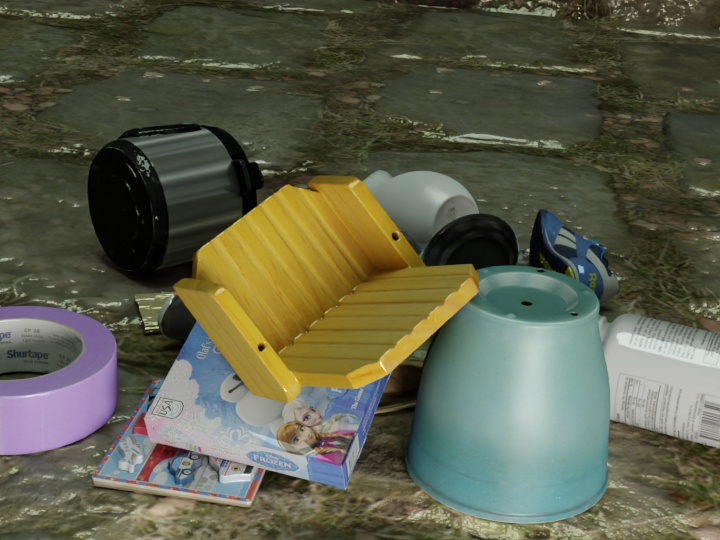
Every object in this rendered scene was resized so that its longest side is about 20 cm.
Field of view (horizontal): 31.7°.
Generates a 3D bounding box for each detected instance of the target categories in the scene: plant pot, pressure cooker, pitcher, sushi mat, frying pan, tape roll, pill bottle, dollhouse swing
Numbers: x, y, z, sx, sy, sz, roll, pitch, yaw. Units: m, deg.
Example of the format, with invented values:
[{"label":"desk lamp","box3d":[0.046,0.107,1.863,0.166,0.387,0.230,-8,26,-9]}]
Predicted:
[{"label":"plant pot","box3d":[0.147,0.104,1.201,0.199,0.189,0.200,3,24,-1]},{"label":"pressure cooker","box3d":[-0.229,-0.096,1.630,0.200,0.179,0.176,-16,45,-38]},{"label":"pitcher","box3d":[0.046,-0.065,1.691,0.171,0.122,0.200,-31,27,-28]},{"label":"sushi mat","box3d":[-0.166,0.042,1.516,0.199,0.012,0.096,-4,24,-18]},{"label":"frying pan","box3d":[0.115,0.026,1.308,0.115,0.031,0.191,-16,56,24]},{"label":"tape roll","box3d":[-0.346,0.106,1.276,0.199,0.066,0.200,4,23,-2]},{"label":"pill bottle","box3d":[0.307,0.109,1.311,0.199,0.114,0.113,14,25,21]},{"label":"dollhouse swing","box3d":[-0.026,0.002,1.156,0.200,0.182,0.176,-39,4,-29]}]

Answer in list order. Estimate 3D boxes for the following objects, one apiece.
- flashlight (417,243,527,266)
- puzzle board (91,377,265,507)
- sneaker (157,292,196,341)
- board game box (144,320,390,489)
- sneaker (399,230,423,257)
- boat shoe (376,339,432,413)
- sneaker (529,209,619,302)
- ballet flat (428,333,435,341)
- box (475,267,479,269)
[{"label":"flashlight","box3d":[0.107,-0.003,1.597,0.199,0.068,0.068,1,-6,-2]},{"label":"puzzle board","box3d":[-0.158,0.160,1.240,0.150,0.017,0.200,7,24,6]},{"label":"sneaker","box3d":[-0.124,0.058,1.413,0.199,0.077,0.082,-3,30,-13]},{"label":"board game box","box3d":[-0.078,0.100,1.231,0.198,0.043,0.200,10,48,15]},{"label":"sneaker","box3d":[0.000,0.000,1.451,0.200,0.095,0.079,-14,38,39]},{"label":"boat shoe","box3d":[0.019,0.112,1.307,0.199,0.074,0.063,-10,27,-32]},{"label":"sneaker","box3d":[0.272,-0.014,1.647,0.082,0.074,0.200,1,31,-11]},{"label":"ballet flat","box3d":[0.049,0.050,1.475,0.070,0.071,0.200,-3,24,-15]},{"label":"box","box3d":[0.191,0.049,1.404,0.082,0.049,0.200,27,6,38]}]
